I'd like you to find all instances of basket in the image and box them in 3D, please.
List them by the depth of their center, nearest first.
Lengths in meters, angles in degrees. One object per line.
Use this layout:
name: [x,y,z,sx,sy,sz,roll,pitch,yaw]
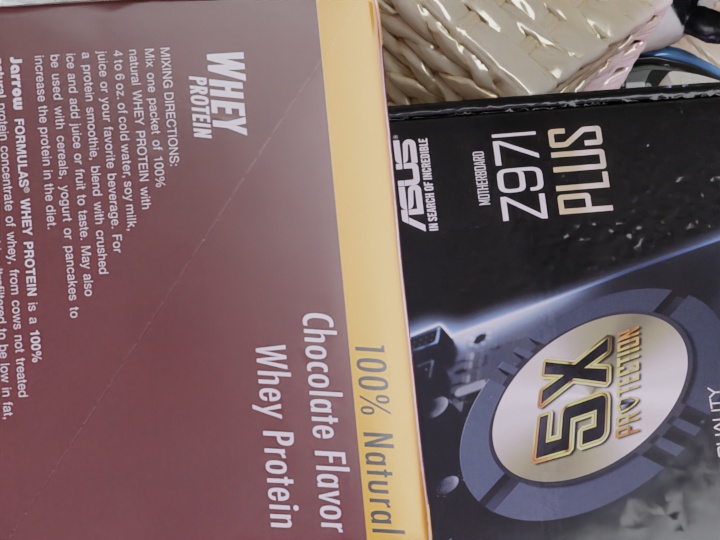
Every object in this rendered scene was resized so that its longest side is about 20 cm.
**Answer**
basket: [0.013,-0.118,1.253,0.200,0.123,0.136,44,47,10]

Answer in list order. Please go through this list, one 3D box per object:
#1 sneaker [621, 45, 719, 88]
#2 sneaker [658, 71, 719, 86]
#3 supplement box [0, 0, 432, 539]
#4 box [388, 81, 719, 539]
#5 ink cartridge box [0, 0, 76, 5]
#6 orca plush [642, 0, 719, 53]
sneaker: [0.093,-0.053,1.372,0.199,0.071,0.083,-9,68,-28]
sneaker: [0.165,0.005,1.274,0.075,0.105,0.200,8,34,-37]
supplement box: [-0.089,0.018,1.037,0.199,0.133,0.198,-4,79,-7]
box: [0.090,0.039,1.105,0.163,0.086,0.200,-4,64,-3]
ink cartridge box: [-0.133,-0.108,1.306,0.162,0.057,0.201,6,76,-26]
orca plush: [0.149,-0.153,1.404,0.200,0.071,0.105,-15,29,-36]
